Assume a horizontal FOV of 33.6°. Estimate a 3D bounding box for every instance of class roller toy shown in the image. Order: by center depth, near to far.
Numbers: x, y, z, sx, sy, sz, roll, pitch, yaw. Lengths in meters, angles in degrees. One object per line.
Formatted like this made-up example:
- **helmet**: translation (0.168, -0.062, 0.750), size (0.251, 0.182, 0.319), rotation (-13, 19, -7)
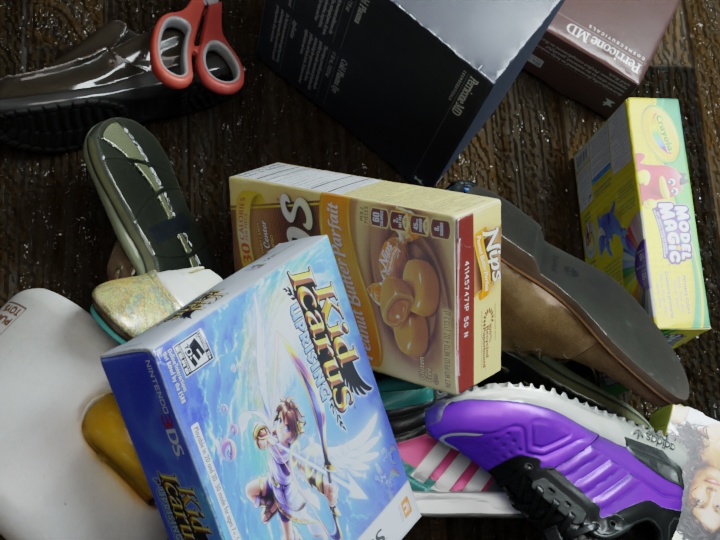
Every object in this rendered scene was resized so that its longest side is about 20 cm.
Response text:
- **roller toy**: translation (-0.181, 0.108, 0.751), size (0.181, 0.201, 0.140), rotation (35, 70, 15)

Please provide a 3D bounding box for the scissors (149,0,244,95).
- **scissors**: translation (-0.121, -0.211, 0.906), size (0.072, 0.014, 0.203), rotation (13, 54, -21)

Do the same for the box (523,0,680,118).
- **box**: translation (0.215, -0.240, 0.989), size (0.099, 0.075, 0.202), rotation (29, 72, -1)

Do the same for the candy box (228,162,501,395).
- **candy box**: translation (0.000, 0.000, 0.801), size (0.055, 0.198, 0.118), rotation (-21, 115, -47)

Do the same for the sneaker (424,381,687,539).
- **sneaker**: translation (0.132, 0.142, 0.785), size (0.197, 0.070, 0.101), rotation (18, 65, -17)

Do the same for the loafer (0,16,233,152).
- **loafer**: translation (-0.190, -0.145, 0.894), size (0.197, 0.073, 0.072), rotation (-16, 72, -24)

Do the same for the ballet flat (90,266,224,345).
- **ballet flat**: translation (-0.099, 0.034, 0.751), size (0.069, 0.200, 0.072), rotation (-7, 69, 17)

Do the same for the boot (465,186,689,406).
- **boot**: translation (0.131, 0.033, 0.804), size (0.199, 0.076, 0.074), rotation (38, 28, 0)

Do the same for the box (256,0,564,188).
- **box**: translation (0.030, -0.181, 0.871), size (0.181, 0.200, 0.104), rotation (40, 70, 3)

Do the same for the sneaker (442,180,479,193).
- **sneaker**: translation (0.030, -0.042, 0.872), size (0.197, 0.112, 0.074), rotation (23, 61, -4)

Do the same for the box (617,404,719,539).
- **box**: translation (0.226, 0.205, 0.868), size (0.074, 0.050, 0.203), rotation (20, 72, -3)

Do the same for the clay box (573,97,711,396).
- **clay box**: translation (0.209, -0.013, 0.896), size (0.047, 0.115, 0.204), rotation (-1, 74, -11)

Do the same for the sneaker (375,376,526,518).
- **sneaker**: translation (0.072, 0.113, 0.855), size (0.196, 0.084, 0.123), rotation (3, 82, -8)

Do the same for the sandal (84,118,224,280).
- **sandal**: translation (-0.149, -0.007, 0.854), size (0.079, 0.057, 0.204), rotation (-16, 85, -56)

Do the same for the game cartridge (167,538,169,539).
- **game cartridge**: translation (-0.035, 0.218, 0.771), size (0.133, 0.040, 0.202), rotation (-36, 106, -44)

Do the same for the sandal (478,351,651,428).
- **sandal**: translation (0.135, 0.071, 0.881), size (0.200, 0.080, 0.058), rotation (35, 57, 2)

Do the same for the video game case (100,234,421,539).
- **video game case**: translation (-0.048, 0.104, 0.706), size (0.181, 0.045, 0.203), rotation (-36, 111, -55)
